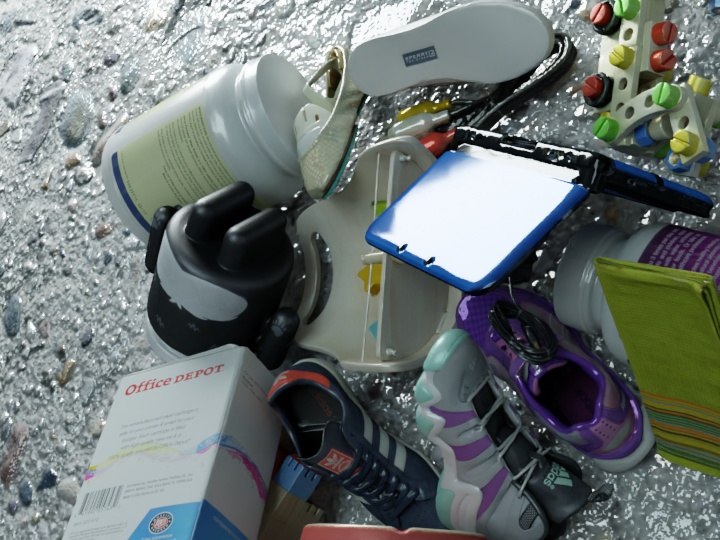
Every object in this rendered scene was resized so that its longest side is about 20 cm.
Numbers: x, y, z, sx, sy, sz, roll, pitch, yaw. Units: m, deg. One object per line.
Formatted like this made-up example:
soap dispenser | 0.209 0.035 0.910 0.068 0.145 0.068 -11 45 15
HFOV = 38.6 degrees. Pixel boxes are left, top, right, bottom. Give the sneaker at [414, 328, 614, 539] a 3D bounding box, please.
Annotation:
sneaker | 0.121 0.136 0.767 0.140 0.200 0.078 15 45 34

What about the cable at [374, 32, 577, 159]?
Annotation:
cable | 0.103 -0.145 0.924 0.200 0.050 0.097 -32 40 25

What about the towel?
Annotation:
towel | 0.220 0.074 0.702 0.086 0.200 0.018 10 49 43

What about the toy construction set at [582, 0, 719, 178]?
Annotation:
toy construction set | 0.245 -0.170 0.816 0.131 0.092 0.200 -1 65 59

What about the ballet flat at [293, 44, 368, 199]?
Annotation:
ballet flat | -0.033 -0.143 0.967 0.067 0.062 0.200 -49 16 42

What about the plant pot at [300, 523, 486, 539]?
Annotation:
plant pot | 0.021 0.283 0.761 0.200 0.200 0.178 -7 71 33

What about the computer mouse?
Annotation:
computer mouse | 0.119 0.017 0.829 0.200 0.058 0.034 -95 15 -58

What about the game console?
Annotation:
game console | 0.128 -0.038 0.780 0.200 0.170 0.119 31 104 62

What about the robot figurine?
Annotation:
robot figurine | -0.133 0.013 0.969 0.150 0.125 0.200 -106 29 -42

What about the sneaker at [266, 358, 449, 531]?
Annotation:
sneaker | -0.004 0.160 0.857 0.200 0.084 0.075 43 105 12

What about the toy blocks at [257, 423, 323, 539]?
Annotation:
toy blocks | -0.093 0.184 0.939 0.200 0.100 0.137 25 81 51

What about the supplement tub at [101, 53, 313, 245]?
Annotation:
supplement tub | -0.142 -0.117 1.030 0.200 0.145 0.145 -24 63 26

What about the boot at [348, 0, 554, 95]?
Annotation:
boot | 0.091 -0.206 0.926 0.200 0.090 0.073 -1 111 34

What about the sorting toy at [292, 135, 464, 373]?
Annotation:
sorting toy | 0.000 0.000 0.934 0.180 0.107 0.201 -6 74 42

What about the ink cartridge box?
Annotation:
ink cartridge box | -0.154 0.175 0.866 0.144 0.085 0.200 -16 43 27

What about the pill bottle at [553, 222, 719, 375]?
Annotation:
pill bottle | 0.246 0.028 0.742 0.200 0.112 0.113 19 87 36

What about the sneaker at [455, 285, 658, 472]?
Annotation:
sneaker | 0.143 0.073 0.813 0.081 0.088 0.200 -53 53 10
